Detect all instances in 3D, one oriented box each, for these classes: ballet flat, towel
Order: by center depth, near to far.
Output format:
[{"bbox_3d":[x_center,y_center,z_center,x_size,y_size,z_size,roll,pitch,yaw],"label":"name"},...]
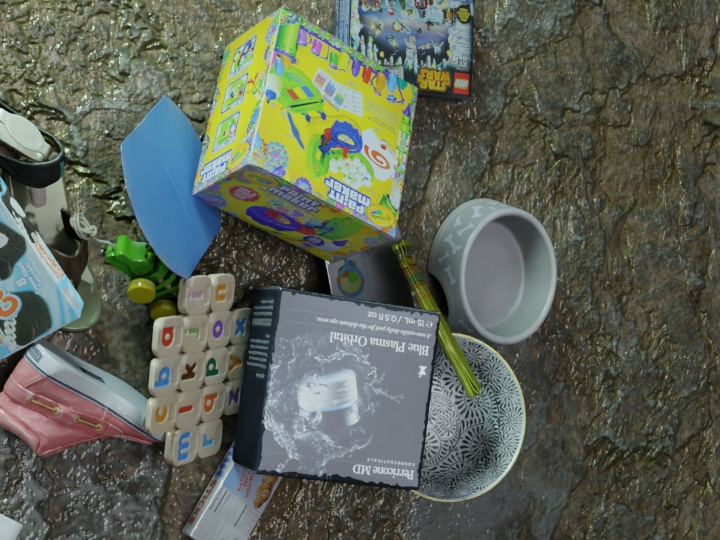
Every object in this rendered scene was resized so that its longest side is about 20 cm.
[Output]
[{"bbox_3d":[-0.365,-0.152,1.150,0.198,0.068,0.069,31,62,-22],"label":"ballet flat"},{"bbox_3d":[0.093,0.054,1.431,0.018,0.086,0.202,-27,88,11],"label":"towel"}]

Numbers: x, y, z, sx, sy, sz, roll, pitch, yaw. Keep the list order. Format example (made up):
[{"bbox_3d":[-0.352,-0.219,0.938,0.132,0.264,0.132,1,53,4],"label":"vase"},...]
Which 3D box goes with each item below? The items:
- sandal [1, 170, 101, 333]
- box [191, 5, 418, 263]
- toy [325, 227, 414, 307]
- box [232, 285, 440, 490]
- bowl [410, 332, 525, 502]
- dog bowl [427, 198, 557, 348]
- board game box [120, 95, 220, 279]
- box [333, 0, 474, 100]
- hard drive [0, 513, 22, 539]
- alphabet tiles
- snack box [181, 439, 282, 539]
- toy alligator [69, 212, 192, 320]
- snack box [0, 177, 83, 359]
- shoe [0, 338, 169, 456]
[{"bbox_3d":[-0.313,-0.031,1.222,0.079,0.057,0.204,-22,105,-33],"label":"sandal"},{"bbox_3d":[-0.057,-0.144,1.335,0.198,0.121,0.196,26,62,-32],"label":"box"},{"bbox_3d":[0.000,0.000,1.465,0.114,0.047,0.204,-12,95,-32],"label":"toy"},{"bbox_3d":[-0.027,0.131,1.354,0.193,0.117,0.204,9,86,-19],"label":"box"},{"bbox_3d":[0.097,0.184,1.501,0.197,0.094,0.205,2,80,-13],"label":"bowl"},{"bbox_3d":[0.180,0.007,1.592,0.198,0.058,0.204,-3,95,-36],"label":"dog bowl"},{"bbox_3d":[-0.211,-0.083,1.274,0.201,0.038,0.160,-68,141,-58],"label":"board game box"},{"bbox_3d":[0.056,-0.288,1.494,0.198,0.040,0.140,0,94,-37],"label":"box"},{"bbox_3d":[-0.433,0.312,1.172,0.131,0.027,0.202,37,71,-32],"label":"hard drive"},{"bbox_3d":[-0.173,0.105,1.307,0.195,0.014,0.204,-7,104,-65],"label":"alphabet tiles"},{"bbox_3d":[-0.126,0.232,1.397,0.072,0.024,0.202,41,69,-30],"label":"snack box"},{"bbox_3d":[-0.222,-0.005,1.265,0.200,0.054,0.060,50,29,-45],"label":"toy alligator"},{"bbox_3d":[-0.368,-0.015,1.159,0.115,0.037,0.202,-27,113,7],"label":"snack box"},{"bbox_3d":[-0.288,0.152,1.251,0.091,0.071,0.200,-51,132,1],"label":"shoe"}]
